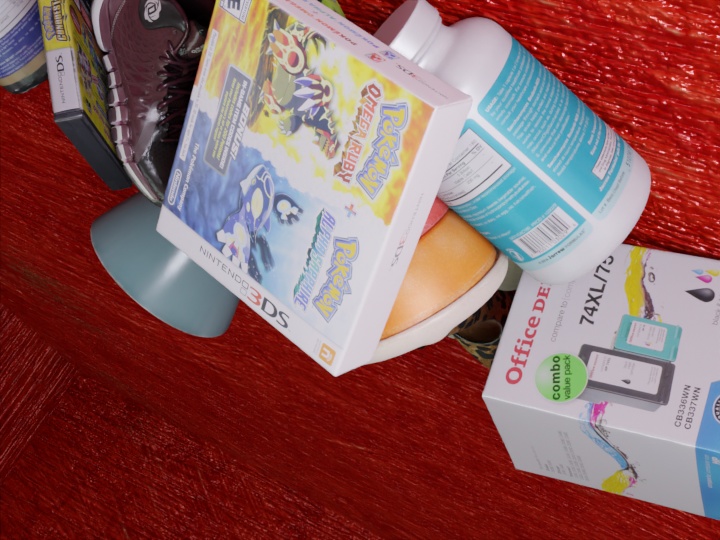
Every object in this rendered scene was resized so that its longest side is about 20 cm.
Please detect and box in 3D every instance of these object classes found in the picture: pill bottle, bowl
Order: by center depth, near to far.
[{"bbox_3d":[0.089,-0.089,0.806,0.200,0.111,0.111,39,162,-17],"label":"pill bottle"},{"bbox_3d":[-0.354,-0.267,1.116,0.111,0.112,0.200,11,152,50],"label":"pill bottle"},{"bbox_3d":[-0.200,-0.031,1.411,0.200,0.105,0.201,38,-163,-14],"label":"bowl"}]

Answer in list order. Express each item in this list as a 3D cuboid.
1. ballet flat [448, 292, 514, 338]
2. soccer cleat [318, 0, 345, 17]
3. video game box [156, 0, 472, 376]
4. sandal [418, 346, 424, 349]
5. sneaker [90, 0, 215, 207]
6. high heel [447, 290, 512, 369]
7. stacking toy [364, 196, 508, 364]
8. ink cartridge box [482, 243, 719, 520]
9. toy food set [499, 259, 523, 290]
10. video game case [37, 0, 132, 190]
[{"bbox_3d":[0.082,0.028,1.207,0.199,0.072,0.072,31,163,7],"label":"ballet flat"},{"bbox_3d":[-0.056,-0.198,0.883,0.084,0.065,0.200,52,173,24],"label":"soccer cleat"},{"bbox_3d":[-0.039,-0.063,0.782,0.182,0.047,0.201,35,123,24],"label":"video game box"},{"bbox_3d":[-0.022,0.034,1.213,0.199,0.043,0.076,25,161,12],"label":"sandal"},{"bbox_3d":[-0.154,-0.155,1.006,0.115,0.075,0.202,-16,93,42],"label":"sneaker"},{"bbox_3d":[0.087,0.059,1.089,0.071,0.143,0.201,-3,133,23],"label":"high heel"},{"bbox_3d":[0.001,-0.049,0.846,0.146,0.146,0.201,-2,120,62],"label":"stacking toy"},{"bbox_3d":[0.215,0.081,0.912,0.199,0.148,0.146,11,155,24],"label":"ink cartridge box"},{"bbox_3d":[0.078,-0.076,0.972,0.199,0.061,0.144,31,151,3],"label":"toy food set"},{"bbox_3d":[-0.235,-0.181,1.031,0.025,0.182,0.200,-11,169,-2],"label":"video game case"}]
